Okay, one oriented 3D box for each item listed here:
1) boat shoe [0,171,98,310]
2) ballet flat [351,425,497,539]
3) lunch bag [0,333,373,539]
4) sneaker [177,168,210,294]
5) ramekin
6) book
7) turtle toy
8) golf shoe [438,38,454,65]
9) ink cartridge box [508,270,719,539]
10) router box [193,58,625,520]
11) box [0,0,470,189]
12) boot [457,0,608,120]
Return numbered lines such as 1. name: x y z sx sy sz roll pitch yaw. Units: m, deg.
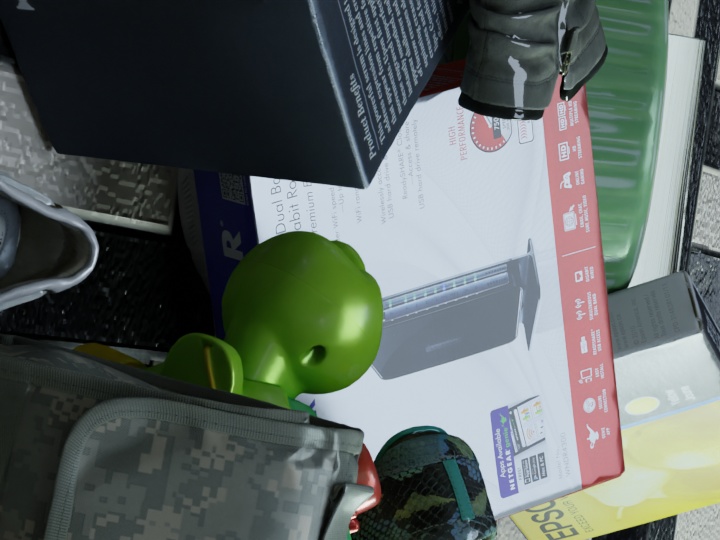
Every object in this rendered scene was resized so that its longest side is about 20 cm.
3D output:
1. boat shoe: -0.163 -0.013 1.055 0.200 0.069 0.071 -9 108 -63
2. ballet flat: 0.010 0.156 1.226 0.074 0.074 0.200 -51 162 -47
3. lunch bag: -0.099 0.116 1.063 0.118 0.200 0.164 9 93 -61
4. sneaker: 0.000 0.000 1.329 0.112 0.078 0.200 -43 120 -22
5. ramekin: 0.092 -0.075 1.450 0.200 0.098 0.200 -174 -90 -87
6. book: 0.119 -0.032 1.585 0.048 0.134 0.200 6 93 -35
7. turtle toy: -0.049 0.080 1.160 0.101 0.146 0.200 2 107 -54
8. golf shoe: 0.019 -0.075 1.422 0.097 0.078 0.200 16 84 -71
9. ink cartridge box: 0.102 0.085 1.497 0.198 0.200 0.047 51 23 -57
10. router box: 0.024 0.017 1.270 0.179 0.049 0.200 -17 108 -31
11. box: -0.036 -0.143 1.193 0.200 0.148 0.107 -60 147 -38
12. boot: 0.093 -0.150 1.231 0.200 0.068 0.131 -39 137 -46
